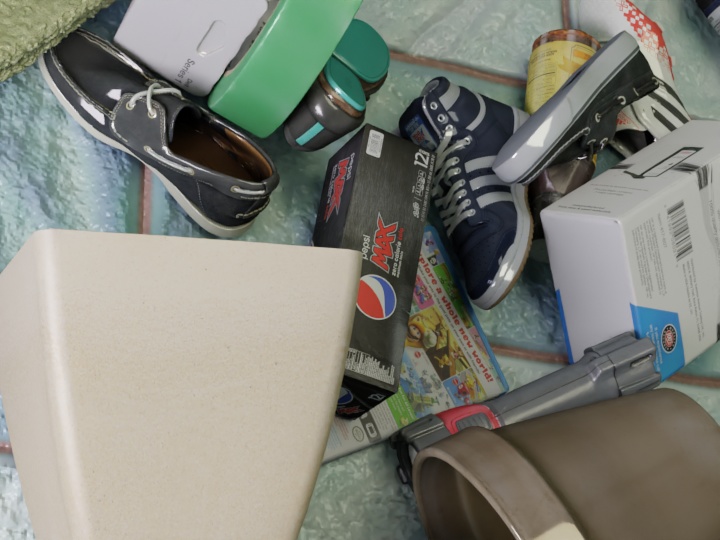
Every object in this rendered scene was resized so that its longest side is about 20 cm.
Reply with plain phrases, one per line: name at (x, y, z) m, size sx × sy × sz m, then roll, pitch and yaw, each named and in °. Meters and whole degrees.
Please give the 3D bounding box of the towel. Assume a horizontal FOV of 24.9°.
towel at (-0.259, -0.209, 1.156) m, size 0.148 × 0.037 × 0.200 m, roll 36°, pitch 52°, yaw 10°

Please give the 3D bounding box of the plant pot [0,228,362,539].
plant pot at (-0.123, 0.086, 1.018) m, size 0.199 × 0.200 × 0.178 m, roll 4°, pitch 77°, yaw -20°

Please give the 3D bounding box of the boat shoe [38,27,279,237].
boat shoe at (-0.143, -0.112, 1.171) m, size 0.200 × 0.068 × 0.072 m, roll 41°, pitch 56°, yaw -1°

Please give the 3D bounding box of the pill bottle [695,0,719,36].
pill bottle at (0.376, -0.242, 1.478) m, size 0.112 × 0.112 × 0.200 m, roll -33°, pitch 86°, yaw -35°

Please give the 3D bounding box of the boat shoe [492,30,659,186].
boat shoe at (0.174, -0.119, 1.265) m, size 0.057 × 0.069 × 0.200 m, roll 48°, pitch 52°, yaw -5°

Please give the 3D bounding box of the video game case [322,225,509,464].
video game case at (0.003, 0.055, 1.203) m, size 0.200 × 0.018 × 0.143 m, roll -17°, pitch 76°, yaw -32°

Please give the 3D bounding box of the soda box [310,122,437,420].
soda box at (0.000, 0.000, 1.171) m, size 0.063 × 0.071 × 0.201 m, roll 22°, pitch 60°, yaw -19°

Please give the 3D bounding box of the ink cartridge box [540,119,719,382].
ink cartridge box at (0.248, -0.017, 1.292) m, size 0.200 × 0.084 × 0.146 m, roll -29°, pitch 115°, yaw -36°

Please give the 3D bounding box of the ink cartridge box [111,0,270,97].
ink cartridge box at (-0.096, -0.251, 1.204) m, size 0.084 × 0.146 × 0.200 m, roll 28°, pitch 54°, yaw -12°

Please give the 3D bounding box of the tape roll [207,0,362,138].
tape roll at (-0.042, -0.194, 1.180) m, size 0.048 × 0.200 × 0.201 m, roll 29°, pitch 58°, yaw -14°

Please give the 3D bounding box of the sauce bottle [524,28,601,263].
sauce bottle at (0.163, -0.102, 1.332) m, size 0.066 × 0.066 × 0.201 m, roll 17°, pitch 62°, yaw -20°

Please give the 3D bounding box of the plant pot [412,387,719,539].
plant pot at (0.158, 0.169, 1.071) m, size 0.173 × 0.200 × 0.200 m, roll -26°, pitch 81°, yaw -17°

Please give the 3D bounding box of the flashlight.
flashlight at (0.122, 0.108, 1.186) m, size 0.199 × 0.068 × 0.068 m, roll -22°, pitch 110°, yaw -20°

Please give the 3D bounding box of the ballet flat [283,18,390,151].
ballet flat at (-0.026, -0.140, 1.231) m, size 0.068 × 0.068 × 0.200 m, roll 43°, pitch 21°, yaw -8°

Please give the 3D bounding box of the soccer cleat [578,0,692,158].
soccer cleat at (0.233, -0.149, 1.389) m, size 0.085 × 0.069 × 0.200 m, roll -22°, pitch 84°, yaw -38°

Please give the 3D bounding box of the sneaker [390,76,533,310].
sneaker at (0.074, -0.066, 1.257) m, size 0.108 × 0.070 × 0.200 m, roll 26°, pitch 47°, yaw -20°
